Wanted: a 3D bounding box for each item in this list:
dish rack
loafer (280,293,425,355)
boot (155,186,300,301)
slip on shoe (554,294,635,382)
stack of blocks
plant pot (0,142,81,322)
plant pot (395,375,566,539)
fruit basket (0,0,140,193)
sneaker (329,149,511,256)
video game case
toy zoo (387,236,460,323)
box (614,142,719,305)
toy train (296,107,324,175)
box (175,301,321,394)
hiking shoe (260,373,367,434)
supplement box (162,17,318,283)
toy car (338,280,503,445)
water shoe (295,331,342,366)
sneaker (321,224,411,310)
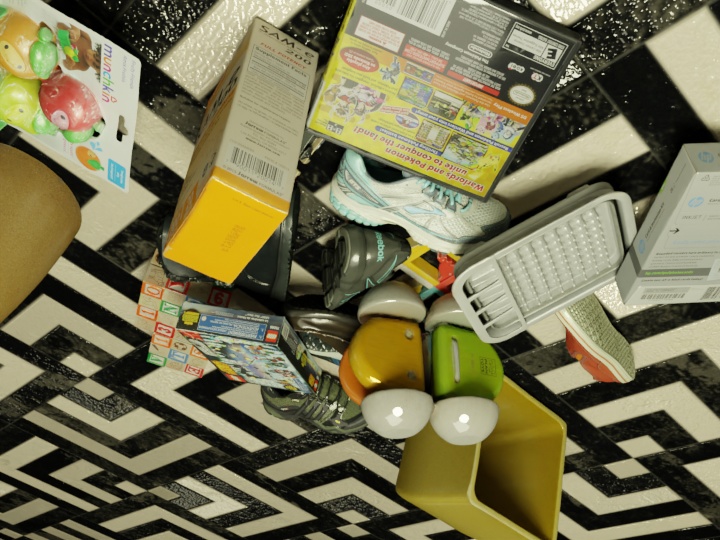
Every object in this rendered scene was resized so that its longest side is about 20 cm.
[{"bbox_3d":[0.194,-0.010,0.822,0.197,0.044,0.172,-28,143,9],"label":"dish rack"},{"bbox_3d":[-0.010,0.084,0.987,0.196,0.073,0.073,13,102,-19],"label":"loafer"},{"bbox_3d":[-0.159,-0.037,0.911,0.164,0.078,0.201,11,148,-5],"label":"boot"},{"bbox_3d":[0.278,0.083,0.956,0.060,0.075,0.200,-15,140,34],"label":"slip on shoe"},{"bbox_3d":[-0.250,0.064,1.075,0.113,0.059,0.201,19,141,-9],"label":"stack of blocks"},{"bbox_3d":[-0.456,-0.015,0.917,0.182,0.203,0.188,7,143,5],"label":"plant pot"},{"bbox_3d":[0.164,0.290,1.149,0.193,0.199,0.198,36,143,-28],"label":"plant pot"},{"bbox_3d":[-0.306,-0.177,0.744,0.198,0.094,0.186,34,141,3],"label":"fruit basket"},{"bbox_3d":[0.066,-0.080,0.804,0.195,0.079,0.087,13,139,-2],"label":"sneaker"},{"bbox_3d":[0.068,-0.170,0.702,0.196,0.026,0.182,20,128,-10],"label":"video game case"},{"bbox_3d":[0.097,0.017,0.957,0.198,0.021,0.130,34,137,-26],"label":"toy zoo"},{"bbox_3d":[0.361,-0.041,0.774,0.152,0.042,0.202,-3,143,-5],"label":"box"},{"bbox_3d":[-0.086,-0.094,0.803,0.034,0.046,0.201,44,112,8],"label":"toy train"},{"bbox_3d":[-0.138,0.104,0.999,0.134,0.041,0.201,8,156,16],"label":"box"},{"bbox_3d":[-0.065,0.190,1.168,0.195,0.077,0.102,2,144,13],"label":"hiking shoe"},{"bbox_3d":[-0.108,-0.110,0.707,0.072,0.203,0.126,23,140,-21],"label":"supplement box"},{"bbox_3d":[0.068,0.122,0.923,0.195,0.179,0.150,8,149,-16],"label":"toy car"},{"bbox_3d":[-0.012,0.101,1.070,0.197,0.073,0.079,24,168,-17],"label":"water shoe"},{"bbox_3d":[0.000,0.000,0.894,0.077,0.077,0.200,-3,170,-14],"label":"sneaker"}]
